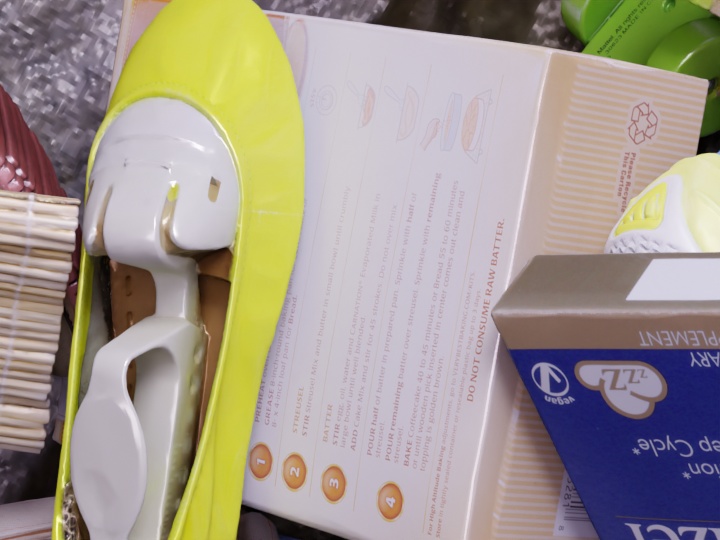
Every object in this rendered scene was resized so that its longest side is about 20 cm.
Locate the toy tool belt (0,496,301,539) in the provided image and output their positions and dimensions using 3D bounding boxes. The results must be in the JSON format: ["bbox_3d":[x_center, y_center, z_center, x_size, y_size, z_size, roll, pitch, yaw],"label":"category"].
[{"bbox_3d":[-0.047,0.130,0.981,0.200,0.123,0.125,2,95,-1],"label":"toy tool belt"}]

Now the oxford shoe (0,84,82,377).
[{"bbox_3d":[-0.146,-0.037,0.914,0.075,0.070,0.200,-32,114,4],"label":"oxford shoe"}]

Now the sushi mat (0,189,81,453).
[{"bbox_3d":[-0.189,0.006,0.897,0.200,0.012,0.096,7,125,-5],"label":"sushi mat"}]

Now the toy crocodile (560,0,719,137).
[{"bbox_3d":[0.126,-0.101,0.976,0.200,0.062,0.068,-53,44,6],"label":"toy crocodile"}]

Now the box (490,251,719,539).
[{"bbox_3d":[0.128,0.081,0.839,0.121,0.032,0.200,-1,129,39],"label":"box"}]

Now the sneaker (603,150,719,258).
[{"bbox_3d":[0.159,0.032,0.881,0.105,0.076,0.200,-50,117,-26],"label":"sneaker"}]

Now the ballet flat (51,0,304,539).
[{"bbox_3d":[-0.059,0.012,0.885,0.067,0.067,0.200,6,89,22],"label":"ballet flat"}]

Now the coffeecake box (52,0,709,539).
[{"bbox_3d":[0.000,0.000,0.932,0.200,0.073,0.154,13,95,47],"label":"coffeecake box"}]

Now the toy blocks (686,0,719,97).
[{"bbox_3d":[0.194,-0.067,0.888,0.200,0.137,0.100,18,101,-22],"label":"toy blocks"}]
